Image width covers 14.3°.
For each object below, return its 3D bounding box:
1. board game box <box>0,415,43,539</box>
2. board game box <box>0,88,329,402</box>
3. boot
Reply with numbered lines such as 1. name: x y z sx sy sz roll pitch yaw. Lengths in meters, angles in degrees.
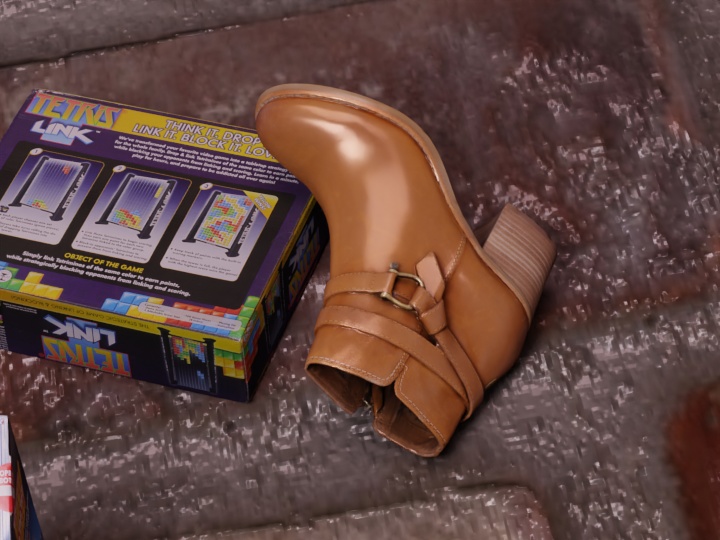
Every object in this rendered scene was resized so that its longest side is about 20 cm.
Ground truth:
1. board game box: -0.187 0.175 1.373 0.061 0.201 0.201 -3 45 1
2. board game box: -0.129 -0.017 1.657 0.199 0.057 0.166 12 46 16
3. boot: 0.000 0.000 1.587 0.200 0.077 0.156 37 57 -7
